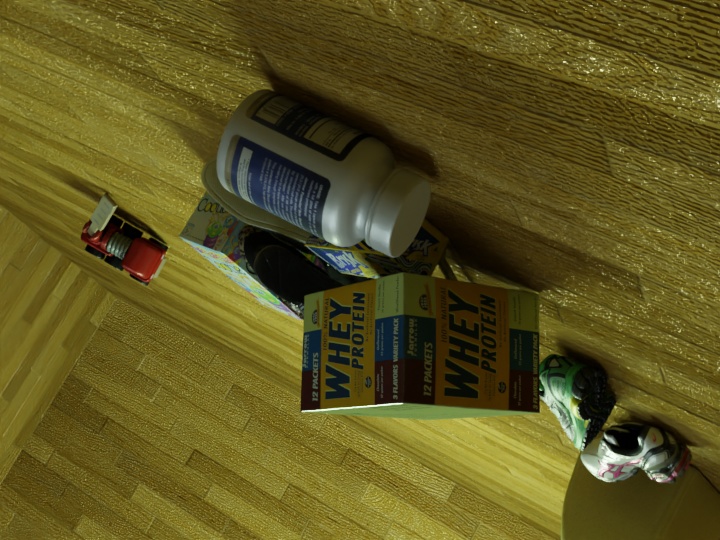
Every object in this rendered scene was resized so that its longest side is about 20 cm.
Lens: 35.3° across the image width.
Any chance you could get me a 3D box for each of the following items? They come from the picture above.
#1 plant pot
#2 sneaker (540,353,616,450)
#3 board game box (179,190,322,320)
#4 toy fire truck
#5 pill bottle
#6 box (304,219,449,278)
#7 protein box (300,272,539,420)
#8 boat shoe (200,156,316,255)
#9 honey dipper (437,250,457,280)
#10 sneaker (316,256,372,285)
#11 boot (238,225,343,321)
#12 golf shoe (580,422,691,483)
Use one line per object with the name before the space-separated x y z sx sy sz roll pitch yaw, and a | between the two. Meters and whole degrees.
plant pot | 0.413 0.389 1.691 0.194 0.202 0.194 16 161 47
sneaker | 0.278 0.164 1.473 0.085 0.078 0.201 31 160 31
board game box | -0.147 -0.030 1.636 0.104 0.104 0.200 19 162 43
toy fire truck | -0.493 -0.068 2.331 0.174 0.130 0.200 30 177 5
pill bottle | -0.034 -0.091 1.116 0.198 0.112 0.111 27 167 20
box | 0.015 -0.033 1.331 0.070 0.065 0.199 36 166 -27
protein box | 0.065 0.093 1.277 0.197 0.138 0.197 8 167 -35
boat shoe | -0.117 -0.078 1.456 0.198 0.073 0.068 28 167 2
honey dipper | 0.117 0.023 1.377 0.038 0.038 0.200 22 162 33
sneaker | 0.000 0.000 1.486 0.091 0.076 0.199 43 162 -24
boot | -0.079 0.018 1.508 0.199 0.074 0.151 36 -178 -27
golf shoe | 0.361 0.239 1.553 0.092 0.073 0.199 40 156 -13
